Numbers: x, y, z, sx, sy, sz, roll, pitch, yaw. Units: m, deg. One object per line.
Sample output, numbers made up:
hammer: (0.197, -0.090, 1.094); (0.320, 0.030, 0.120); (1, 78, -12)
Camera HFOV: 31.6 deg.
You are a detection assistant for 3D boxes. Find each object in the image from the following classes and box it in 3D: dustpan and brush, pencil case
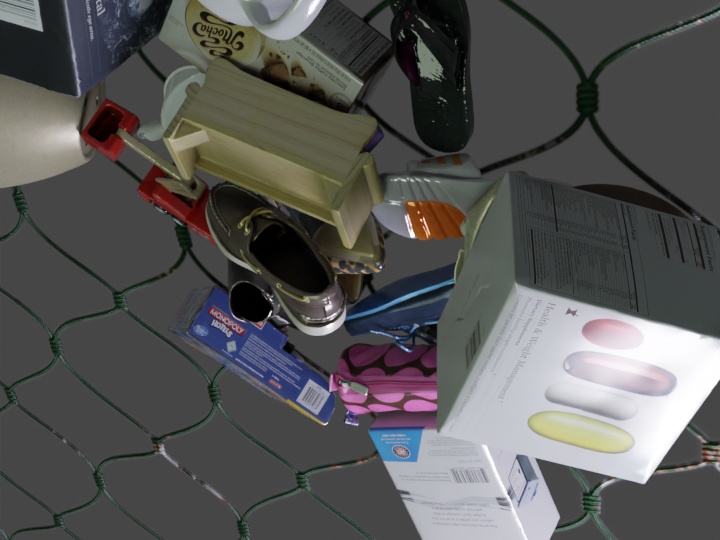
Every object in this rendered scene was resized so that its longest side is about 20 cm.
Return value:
dustpan and brush: (-0.176, -0.153, 1.330); (0.198, 0.058, 0.139); (-17, 135, 39)
pencil case: (0.065, 0.116, 1.354); (0.198, 0.093, 0.092); (-8, 77, 38)

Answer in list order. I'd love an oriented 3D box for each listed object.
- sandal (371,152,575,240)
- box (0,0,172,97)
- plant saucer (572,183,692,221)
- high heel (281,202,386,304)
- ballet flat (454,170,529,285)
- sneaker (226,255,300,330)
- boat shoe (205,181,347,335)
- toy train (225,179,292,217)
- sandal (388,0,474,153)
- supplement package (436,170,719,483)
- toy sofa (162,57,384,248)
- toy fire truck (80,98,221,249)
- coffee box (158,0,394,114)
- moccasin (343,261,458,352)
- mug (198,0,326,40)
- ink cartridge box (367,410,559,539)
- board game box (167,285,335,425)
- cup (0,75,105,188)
sandal: (0.108, -0.075, 1.216); (0.204, 0.060, 0.080); (2, 136, 4)
box: (-0.255, -0.300, 1.156); (0.116, 0.200, 0.198); (18, 133, 20)
plant saucer: (0.231, 0.009, 1.193); (0.197, 0.032, 0.202); (11, 131, 12)
high heel: (0.000, 0.000, 1.283); (0.143, 0.071, 0.200); (60, 167, -30)
ballet flat: (0.113, -0.017, 1.184); (0.062, 0.067, 0.202); (44, 141, 38)
sneaker: (-0.092, 0.031, 1.331); (0.074, 0.107, 0.200); (-17, 139, 18)
boat shoe: (-0.084, -0.024, 1.214); (0.200, 0.071, 0.060); (48, 159, 29)
toy train: (-0.104, -0.074, 1.324); (0.034, 0.046, 0.201); (-7, 142, 16)
sandal: (0.064, -0.191, 1.150); (0.074, 0.048, 0.202); (5, 128, 29)
supplement package: (0.188, 0.052, 1.096); (0.197, 0.148, 0.192); (14, 132, -9)
toy sofa: (-0.074, -0.110, 1.178); (0.198, 0.098, 0.083); (23, 161, 17)
toy fire truck: (-0.193, -0.091, 1.347); (0.199, 0.049, 0.141); (32, 168, 7)
coffee box: (-0.078, -0.215, 1.198); (0.199, 0.080, 0.113); (38, 136, 1)
moccasin: (0.064, 0.046, 1.316); (0.199, 0.080, 0.069); (-17, 108, 41)
mug: (-0.065, -0.277, 1.039); (0.146, 0.202, 0.175); (15, 132, -37)
ink cartridge box: (0.118, 0.230, 1.428); (0.145, 0.086, 0.202); (-6, 122, 36)
board game box: (-0.137, 0.084, 1.454); (0.199, 0.062, 0.199); (37, 170, -25)
cup: (-0.351, -0.177, 1.346); (0.141, 0.202, 0.202); (8, 132, 2)
